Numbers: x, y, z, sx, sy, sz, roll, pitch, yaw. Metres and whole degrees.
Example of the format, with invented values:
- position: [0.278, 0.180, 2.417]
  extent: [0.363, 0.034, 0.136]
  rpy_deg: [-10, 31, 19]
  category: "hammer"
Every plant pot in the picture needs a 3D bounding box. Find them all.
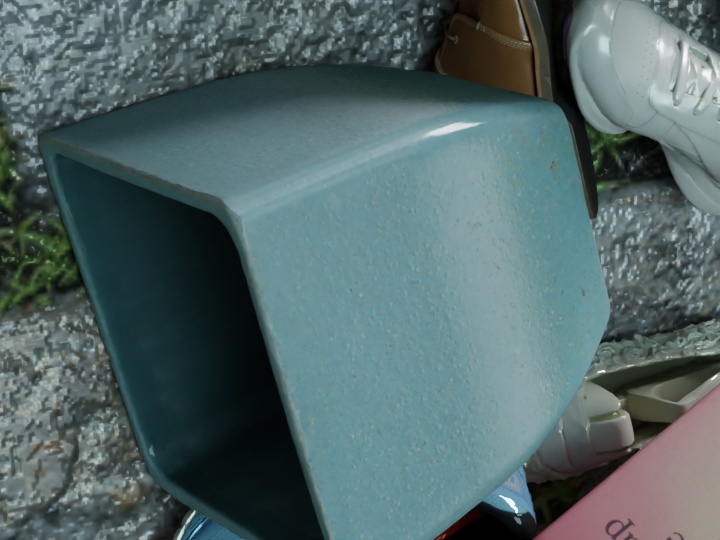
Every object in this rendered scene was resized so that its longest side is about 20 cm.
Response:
- position: [0.000, 0.000, 1.043]
  extent: [0.200, 0.196, 0.196]
  rpy_deg: [-28, 115, -25]
  category: "plant pot"

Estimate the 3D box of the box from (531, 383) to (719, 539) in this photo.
- position: [0.167, 0.166, 1.135]
  extent: [0.200, 0.128, 0.109]
  rpy_deg: [-38, 158, -11]
  category: "box"

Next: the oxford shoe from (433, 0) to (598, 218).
- position: [0.065, -0.116, 1.114]
  extent: [0.071, 0.071, 0.201]
  rpy_deg: [-10, 101, 15]
  category: "oxford shoe"

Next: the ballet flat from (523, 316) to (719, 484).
- position: [0.147, 0.070, 1.207]
  extent: [0.200, 0.072, 0.072]
  rpy_deg: [-18, 112, -22]
  category: "ballet flat"

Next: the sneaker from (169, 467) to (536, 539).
- position: [-0.003, 0.135, 1.116]
  extent: [0.200, 0.090, 0.079]
  rpy_deg: [-18, 129, -12]
  category: "sneaker"

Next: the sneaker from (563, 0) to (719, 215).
- position: [0.180, -0.094, 1.141]
  extent: [0.200, 0.099, 0.075]
  rpy_deg: [30, 62, -45]
  category: "sneaker"
